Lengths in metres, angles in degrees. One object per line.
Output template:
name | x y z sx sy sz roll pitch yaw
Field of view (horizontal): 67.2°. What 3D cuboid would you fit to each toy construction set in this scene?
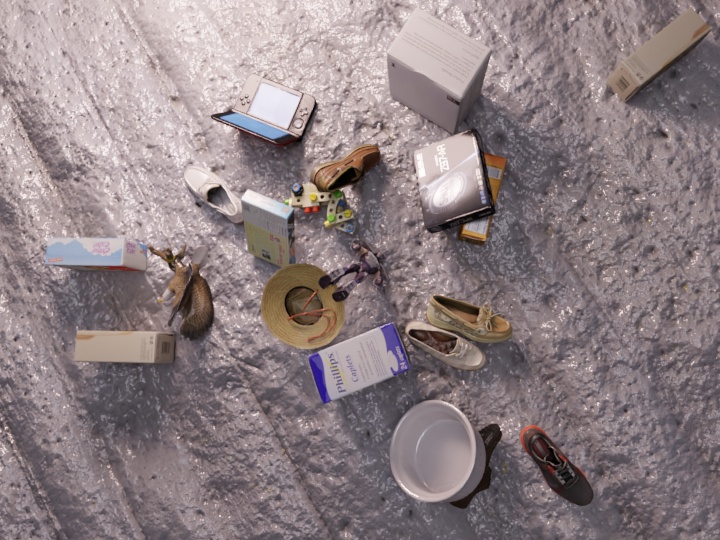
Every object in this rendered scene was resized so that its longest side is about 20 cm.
toy construction set | -0.111 -0.147 1.297 0.196 0.092 0.134 -3 83 -5

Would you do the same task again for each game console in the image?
game console | -0.231 -0.395 1.321 0.197 0.119 0.175 23 86 8

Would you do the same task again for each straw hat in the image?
straw hat | -0.131 0.082 1.267 0.197 0.085 0.205 0 93 -2

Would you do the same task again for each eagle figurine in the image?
eagle figurine | -0.415 0.047 1.278 0.151 0.150 0.201 -52 59 34

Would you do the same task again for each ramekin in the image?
ramekin | 0.169 0.388 1.151 0.198 0.097 0.204 -18 56 28

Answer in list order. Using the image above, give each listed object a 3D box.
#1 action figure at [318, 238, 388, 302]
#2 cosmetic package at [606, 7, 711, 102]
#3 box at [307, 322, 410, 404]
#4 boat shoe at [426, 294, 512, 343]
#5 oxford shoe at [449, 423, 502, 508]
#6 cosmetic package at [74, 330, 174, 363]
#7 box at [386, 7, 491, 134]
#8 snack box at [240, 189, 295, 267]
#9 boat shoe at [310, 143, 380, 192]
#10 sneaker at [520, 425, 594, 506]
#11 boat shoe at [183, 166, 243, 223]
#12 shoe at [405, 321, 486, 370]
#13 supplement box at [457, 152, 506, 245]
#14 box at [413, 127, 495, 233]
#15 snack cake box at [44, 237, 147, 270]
action figure | 0.000 0.000 1.235 0.131 0.069 0.199 50 48 5
cosmetic package | 0.678 -0.489 1.241 0.199 0.105 0.071 -38 82 2
box | 0.003 0.197 1.187 0.197 0.184 0.106 -23 82 3
boat shoe | 0.246 0.107 1.219 0.196 0.063 0.074 12 42 8
oxford shoe | 0.258 0.431 1.195 0.084 0.073 0.202 34 91 -6
cosmetic package | -0.555 0.181 1.286 0.196 0.105 0.073 1 82 5
box | 0.174 -0.448 1.242 0.197 0.200 0.132 34 85 9
snack box | -0.208 -0.087 1.243 0.115 0.201 0.037 23 57 9
boat shoe | -0.020 -0.231 1.270 0.198 0.073 0.068 -32 53 -25
sneaker | 0.422 0.427 1.163 0.077 0.082 0.200 -44 80 -1
boat shoe | -0.363 -0.196 1.335 0.199 0.069 0.071 36 89 10
shoe | 0.192 0.174 1.235 0.197 0.053 0.071 22 86 9
supplement box | 0.282 -0.165 1.262 0.068 0.067 0.203 17 85 6
box | 0.211 -0.204 1.240 0.158 0.043 0.204 -15 70 27
snack cake box | -0.641 -0.038 1.323 0.196 0.115 0.069 1 82 6
